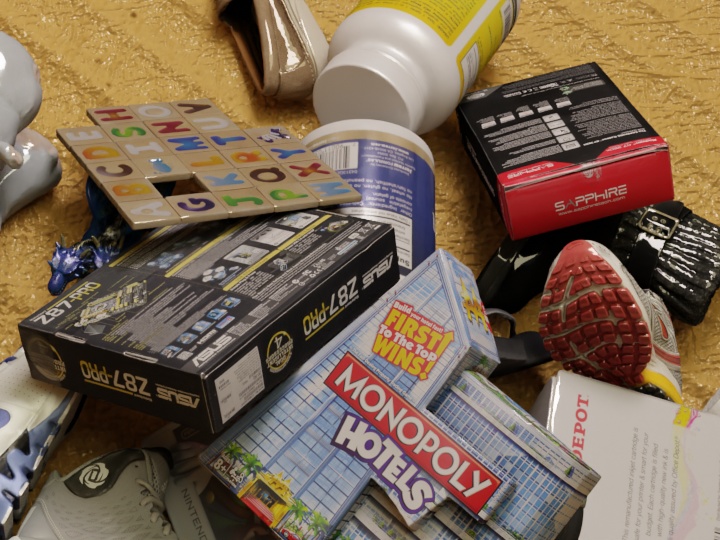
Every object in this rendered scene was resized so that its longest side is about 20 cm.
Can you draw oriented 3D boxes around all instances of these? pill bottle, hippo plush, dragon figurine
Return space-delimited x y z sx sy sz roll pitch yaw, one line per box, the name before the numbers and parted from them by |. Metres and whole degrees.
pill bottle | 0.043 -0.179 1.206 0.112 0.113 0.200 32 47 5
hippo plush | -0.298 -0.088 1.041 0.159 0.161 0.200 25 56 0
dragon figurine | -0.169 -0.046 1.089 0.059 0.100 0.201 22 56 -2
pill bottle | 0.000 0.000 1.102 0.111 0.111 0.201 8 58 -11

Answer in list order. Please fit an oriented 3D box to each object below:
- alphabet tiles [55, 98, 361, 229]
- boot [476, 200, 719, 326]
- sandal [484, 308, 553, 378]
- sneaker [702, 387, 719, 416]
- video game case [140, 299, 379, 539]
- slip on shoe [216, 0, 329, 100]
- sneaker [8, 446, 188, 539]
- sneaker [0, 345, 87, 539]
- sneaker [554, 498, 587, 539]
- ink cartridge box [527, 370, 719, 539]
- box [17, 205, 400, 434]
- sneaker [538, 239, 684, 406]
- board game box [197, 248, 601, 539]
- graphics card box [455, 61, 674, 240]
alphabet tiles | -0.117 -0.082 1.079 0.167 0.008 0.200 -9 30 -27
boot | 0.196 -0.002 1.177 0.158 0.080 0.211 41 57 10
sandal | 0.086 0.053 1.065 0.076 0.200 0.043 -18 82 17
sneaker | 0.359 0.072 1.148 0.105 0.075 0.200 41 91 11
video game case | -0.031 0.144 0.990 0.200 0.023 0.182 -31 67 12
slip on shoe | -0.091 -0.224 1.237 0.060 0.076 0.201 -15 72 -30
sneaker | -0.122 0.169 0.973 0.199 0.075 0.116 14 54 7
sneaker | -0.252 0.094 0.993 0.115 0.081 0.200 26 58 -2
sneaker | 0.046 0.175 1.000 0.075 0.199 0.107 29 72 -50
ink cartridge box | 0.210 0.173 1.072 0.199 0.086 0.148 16 58 -4
box | -0.094 0.019 0.977 0.161 0.049 0.200 13 36 32
sneaker | 0.183 0.042 1.100 0.078 0.200 0.082 -8 50 23
board game box | 0.035 0.100 0.927 0.200 0.062 0.200 38 93 27
graphics card box | 0.150 -0.096 1.159 0.125 0.051 0.200 -15 27 -1
